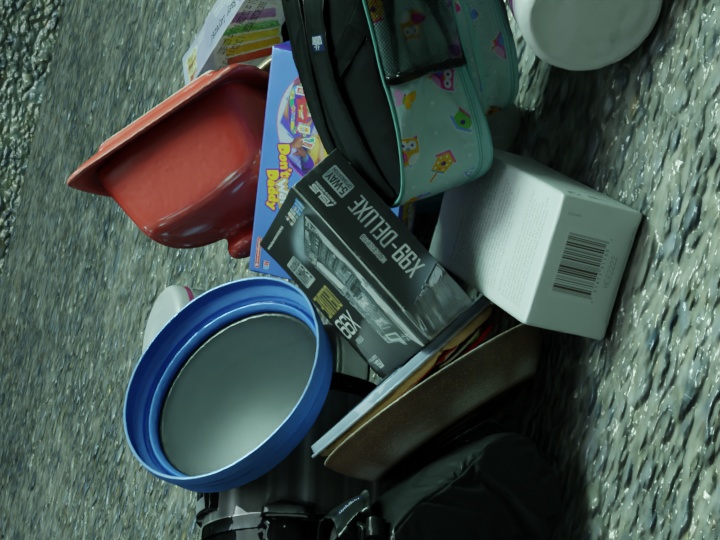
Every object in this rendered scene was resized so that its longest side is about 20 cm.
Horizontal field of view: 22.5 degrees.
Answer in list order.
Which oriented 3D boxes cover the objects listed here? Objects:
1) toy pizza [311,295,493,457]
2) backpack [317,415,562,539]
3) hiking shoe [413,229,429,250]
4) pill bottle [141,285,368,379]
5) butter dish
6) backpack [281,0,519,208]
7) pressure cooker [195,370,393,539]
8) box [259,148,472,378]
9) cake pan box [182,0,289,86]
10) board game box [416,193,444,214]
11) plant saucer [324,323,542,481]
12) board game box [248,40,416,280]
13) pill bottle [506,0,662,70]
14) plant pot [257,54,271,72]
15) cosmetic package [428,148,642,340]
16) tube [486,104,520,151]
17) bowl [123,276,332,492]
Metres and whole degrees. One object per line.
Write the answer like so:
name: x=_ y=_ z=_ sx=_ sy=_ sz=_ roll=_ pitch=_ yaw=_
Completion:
toy pizza: x=0.041 y=0.092 z=1.473 sx=0.200 sy=0.032 sz=0.200 roll=-42 pitch=-2 yaw=-2
backpack: x=0.053 y=0.209 z=1.356 sx=0.127 sy=0.166 sz=0.200 roll=59 pitch=152 yaw=6
hiking shoe: x=0.019 y=-0.015 z=1.688 sx=0.087 sy=0.074 sz=0.200 roll=-47 pitch=21 yaw=3
pill bottle: x=-0.101 y=0.086 z=1.730 sx=0.113 sy=0.199 sz=0.114 roll=-168 pitch=90 yaw=-68
butter dish: x=-0.133 y=-0.079 z=1.647 sx=0.148 sy=0.199 sz=0.199 roll=59 pitch=-169 yaw=8
backpack: x=0.033 y=-0.153 z=1.395 sx=0.176 sy=0.152 sz=0.202 roll=-169 pitch=68 yaw=-66
pressure cooker: x=-0.055 y=0.202 z=1.601 sx=0.178 sy=0.175 sz=0.202 roll=-19 pitch=62 yaw=44
box: x=0.000 y=0.000 z=1.442 sx=0.050 sy=0.158 sz=0.200 roll=-41 pitch=-1 yaw=-15
cake pan box: x=-0.060 y=-0.229 z=1.801 sx=0.200 sy=0.183 sz=0.053 roll=134 pitch=137 yaw=-52
board game box: x=0.016 y=-0.146 z=1.646 sx=0.150 sy=0.047 sz=0.201 roll=-8 pitch=66 yaw=24
plant saucer: x=0.065 y=0.108 z=1.380 sx=0.037 sy=0.200 sz=0.200 roll=55 pitch=143 yaw=11
board game box: x=-0.018 y=-0.085 z=1.550 sx=0.045 sy=0.134 sz=0.202 roll=-33 pitch=-46 yaw=-64
pill bottle: x=0.152 y=-0.250 z=1.384 sx=0.201 sy=0.112 sz=0.113 roll=-107 pitch=35 yaw=-48
plant pot: x=-0.032 y=-0.118 z=1.749 sx=0.200 sy=0.093 sz=0.202 roll=-12 pitch=64 yaw=27
cosmetic package: x=0.129 y=-0.026 z=1.388 sx=0.200 sy=0.071 sz=0.102 roll=-140 pitch=65 yaw=-65
tube: x=0.057 y=-0.157 z=1.570 sx=0.200 sy=0.058 sz=0.052 roll=36 pitch=134 yaw=46
bowl: x=-0.111 y=0.099 z=1.549 sx=0.199 sy=0.039 sz=0.202 roll=-19 pitch=47 yaw=22
